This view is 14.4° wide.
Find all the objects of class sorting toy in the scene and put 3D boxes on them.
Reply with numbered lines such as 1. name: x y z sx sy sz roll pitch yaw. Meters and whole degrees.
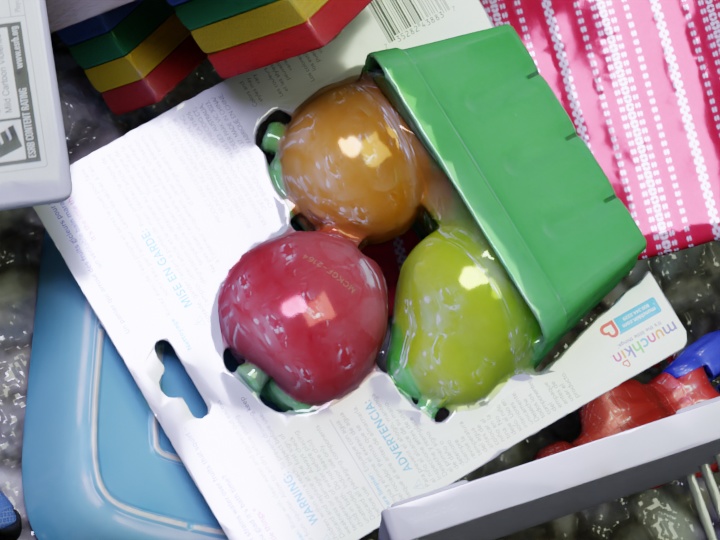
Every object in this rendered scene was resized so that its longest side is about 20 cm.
1. sorting toy: -0.027 -0.148 1.138 0.199 0.200 0.070 -47 110 -33

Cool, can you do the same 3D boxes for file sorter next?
1. file sorter: 0.091 0.132 1.056 0.138 0.200 0.125 -18 81 -3

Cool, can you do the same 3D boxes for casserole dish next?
1. casserole dish: -0.069 0.037 1.131 0.121 0.039 0.201 14 64 -22

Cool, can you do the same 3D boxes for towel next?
1. towel: 0.076 -0.069 1.182 0.199 0.022 0.145 -14 81 9

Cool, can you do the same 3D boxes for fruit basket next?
1. fruit basket: 0.000 0.000 1.114 0.200 0.094 0.186 -31 81 -7

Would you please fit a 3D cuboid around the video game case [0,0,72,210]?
1. video game case: -0.205 -0.112 1.013 0.182 0.023 0.201 -9 92 -19

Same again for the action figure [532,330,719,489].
1. action figure: 0.148 0.053 1.225 0.200 0.052 0.066 -21 76 -38

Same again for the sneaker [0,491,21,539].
1. sneaker: -0.183 0.142 1.007 0.089 0.079 0.200 35 58 -7

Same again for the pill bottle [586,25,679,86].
1. pill bottle: 0.118 -0.160 1.261 0.110 0.111 0.201 8 67 -24
